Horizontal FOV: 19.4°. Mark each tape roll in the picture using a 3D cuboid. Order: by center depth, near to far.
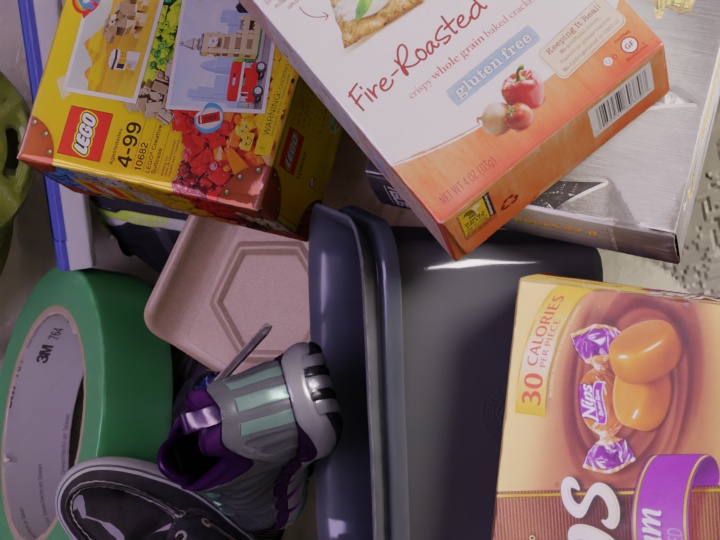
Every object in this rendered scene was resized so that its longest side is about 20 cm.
[{"bbox_3d":[-0.177,0.099,1.307,0.200,0.048,0.203,-28,57,58],"label":"tape roll"}]

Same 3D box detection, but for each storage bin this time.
[{"bbox_3d":[0.049,0.065,1.085,0.145,0.133,0.202,-154,62,-74],"label":"storage bin"}]

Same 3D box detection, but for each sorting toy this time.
[{"bbox_3d":[0.000,0.000,1.169,0.199,0.036,0.186,30,104,11],"label":"sorting toy"}]

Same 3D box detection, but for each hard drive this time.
[{"bbox_3d":[-0.193,-0.111,1.312,0.132,0.025,0.202,-132,35,-75],"label":"hard drive"}]

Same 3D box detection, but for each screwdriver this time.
[{"bbox_3d":[-0.075,0.053,1.140,0.029,0.028,0.200,67,158,15],"label":"screwdriver"}]

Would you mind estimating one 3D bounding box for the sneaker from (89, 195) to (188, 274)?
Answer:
[{"bbox_3d":[-0.078,-0.020,1.277,0.199,0.072,0.083,21,140,31],"label":"sneaker"}]

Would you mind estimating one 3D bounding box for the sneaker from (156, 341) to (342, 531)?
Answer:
[{"bbox_3d":[-0.072,0.093,1.112,0.200,0.087,0.075,114,140,-63],"label":"sneaker"}]

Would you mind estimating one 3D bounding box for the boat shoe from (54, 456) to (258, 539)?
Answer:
[{"bbox_3d":[-0.088,0.175,1.183,0.199,0.066,0.070,36,96,-1],"label":"boat shoe"}]

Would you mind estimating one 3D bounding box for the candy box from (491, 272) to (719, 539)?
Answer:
[{"bbox_3d":[0.124,0.108,0.994,0.116,0.056,0.202,8,93,18],"label":"candy box"}]

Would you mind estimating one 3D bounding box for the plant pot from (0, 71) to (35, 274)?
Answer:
[{"bbox_3d":[-0.287,-0.061,1.319,0.190,0.198,0.202,-23,71,62],"label":"plant pot"}]

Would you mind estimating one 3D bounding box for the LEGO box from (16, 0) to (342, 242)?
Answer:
[{"bbox_3d":[-0.077,-0.131,1.123,0.148,0.077,0.202,12,81,22],"label":"LEGO box"}]

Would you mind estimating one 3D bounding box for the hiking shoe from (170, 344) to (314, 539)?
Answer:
[{"bbox_3d":[-0.070,0.130,1.240,0.100,0.075,0.202,-17,76,42],"label":"hiking shoe"}]

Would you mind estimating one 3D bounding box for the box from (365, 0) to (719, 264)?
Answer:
[{"bbox_3d":[0.104,-0.116,1.043,0.157,0.048,0.202,12,75,16],"label":"box"}]

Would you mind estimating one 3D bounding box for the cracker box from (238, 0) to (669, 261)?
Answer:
[{"bbox_3d":[0.034,-0.124,1.004,0.134,0.058,0.200,-38,67,-3],"label":"cracker box"}]
